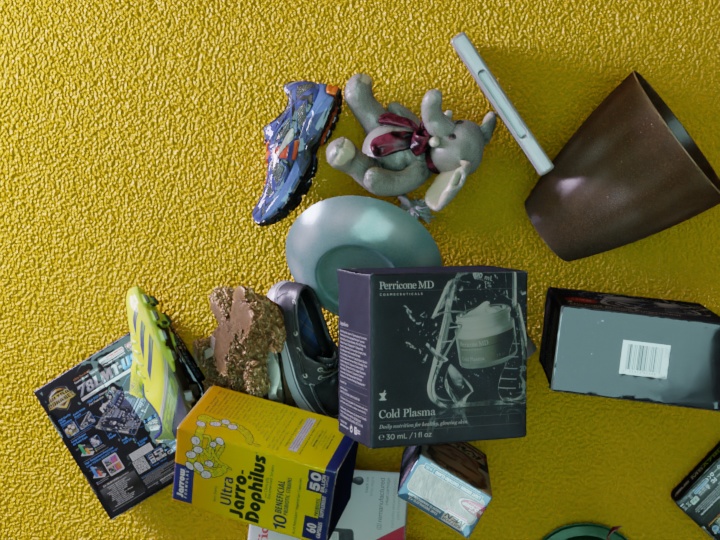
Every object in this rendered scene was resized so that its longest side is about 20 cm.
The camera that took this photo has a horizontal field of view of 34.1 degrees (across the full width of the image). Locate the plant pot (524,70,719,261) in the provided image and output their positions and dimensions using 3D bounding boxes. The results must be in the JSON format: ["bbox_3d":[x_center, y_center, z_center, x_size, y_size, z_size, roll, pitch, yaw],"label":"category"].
[{"bbox_3d":[0.303,-0.105,1.413,0.200,0.187,0.187,-36,92,20],"label":"plant pot"}]

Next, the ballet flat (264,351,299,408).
[{"bbox_3d":[-0.111,0.175,1.517,0.068,0.063,0.201,-7,95,5],"label":"ballet flat"}]

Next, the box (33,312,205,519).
[{"bbox_3d":[-0.292,0.190,1.538,0.200,0.050,0.199,-32,90,5],"label":"box"}]

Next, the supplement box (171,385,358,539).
[{"bbox_3d":[-0.113,0.233,1.413,0.199,0.110,0.109,13,115,12],"label":"supplement box"}]

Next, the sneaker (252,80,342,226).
[{"bbox_3d":[-0.092,-0.150,1.487,0.078,0.075,0.201,24,89,11],"label":"sneaker"}]

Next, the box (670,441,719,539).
[{"bbox_3d":[0.532,0.284,1.487,0.193,0.048,0.200,41,96,-3],"label":"box"}]

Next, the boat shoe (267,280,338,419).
[{"bbox_3d":[-0.055,0.105,1.484,0.066,0.070,0.201,-4,107,47],"label":"boat shoe"}]

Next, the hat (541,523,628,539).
[{"bbox_3d":[0.285,0.412,1.451,0.165,0.176,0.200,-29,93,7],"label":"hat"}]

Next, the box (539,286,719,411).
[{"bbox_3d":[0.325,0.090,1.415,0.199,0.182,0.105,7,96,3],"label":"box"}]

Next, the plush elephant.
[{"bbox_3d":[0.077,-0.151,1.420,0.155,0.165,0.200,-25,118,33],"label":"plush elephant"}]

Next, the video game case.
[{"bbox_3d":[0.169,-0.196,1.390,0.022,0.200,0.183,-34,92,9],"label":"video game case"}]

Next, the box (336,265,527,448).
[{"bbox_3d":[0.082,0.095,1.371,0.199,0.124,0.197,-2,93,-19],"label":"box"}]

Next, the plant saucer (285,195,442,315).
[{"bbox_3d":[0.000,0.000,1.452,0.200,0.039,0.202,7,130,8],"label":"plant saucer"}]

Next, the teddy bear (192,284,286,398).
[{"bbox_3d":[-0.150,0.093,1.473,0.145,0.067,0.200,54,133,36],"label":"teddy bear"}]

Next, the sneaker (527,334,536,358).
[{"bbox_3d":[0.122,0.122,1.494,0.200,0.071,0.080,-34,91,-1],"label":"sneaker"}]

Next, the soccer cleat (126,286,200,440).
[{"bbox_3d":[-0.263,0.120,1.477,0.083,0.065,0.201,-21,93,6],"label":"soccer cleat"}]

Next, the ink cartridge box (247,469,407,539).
[{"bbox_3d":[-0.042,0.331,1.487,0.199,0.083,0.146,3,63,4],"label":"ink cartridge box"}]

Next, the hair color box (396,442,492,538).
[{"bbox_3d":[0.103,0.250,1.438,0.100,0.200,0.061,30,97,1],"label":"hair color box"}]
